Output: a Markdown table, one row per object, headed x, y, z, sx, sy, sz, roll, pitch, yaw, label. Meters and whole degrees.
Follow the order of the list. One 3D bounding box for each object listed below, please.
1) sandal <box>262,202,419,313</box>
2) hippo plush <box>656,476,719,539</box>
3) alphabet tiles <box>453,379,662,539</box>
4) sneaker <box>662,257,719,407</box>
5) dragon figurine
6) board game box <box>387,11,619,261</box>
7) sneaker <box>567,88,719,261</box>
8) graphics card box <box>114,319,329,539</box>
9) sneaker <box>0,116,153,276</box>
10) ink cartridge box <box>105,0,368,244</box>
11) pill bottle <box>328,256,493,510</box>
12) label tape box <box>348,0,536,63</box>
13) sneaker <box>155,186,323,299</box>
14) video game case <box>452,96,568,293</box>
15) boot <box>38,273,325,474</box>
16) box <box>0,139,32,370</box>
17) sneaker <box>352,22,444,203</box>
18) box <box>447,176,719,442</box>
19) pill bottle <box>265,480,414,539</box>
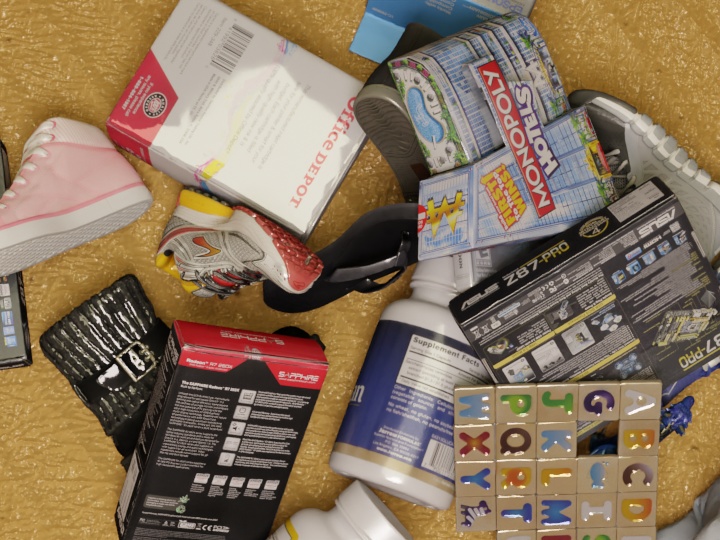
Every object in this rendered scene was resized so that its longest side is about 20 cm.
| x | y | z | sx | sy | sz | roll | pitch | yaw | label |
| --- | --- | --- | --- | --- | --- | --- | --- | --- | --- |
| 0.000 | 0.000 | 1.272 | 0.076 | 0.200 | 0.043 | 20 | 53 | -38 | sandal |
| 0.339 | 0.231 | 1.254 | 0.159 | 0.161 | 0.200 | 40 | 80 | 4 | hippo plush |
| 0.160 | 0.182 | 1.242 | 0.166 | 0.008 | 0.201 | -2 | 112 | 1 | alphabet tiles |
| 0.339 | 0.052 | 1.327 | 0.115 | 0.081 | 0.200 | 40 | 78 | 6 | sneaker |
| 0.208 | 0.180 | 1.286 | 0.059 | 0.099 | 0.200 | 36 | 80 | 3 | dragon figurine |
| 0.108 | -0.094 | 1.216 | 0.200 | 0.062 | 0.201 | -30 | 101 | -44 | board game box |
| 0.240 | -0.062 | 1.331 | 0.200 | 0.075 | 0.116 | 37 | 82 | -9 | sneaker |
| -0.115 | 0.141 | 1.227 | 0.125 | 0.051 | 0.201 | 8 | 115 | -22 | graphics card box |
| -0.278 | -0.065 | 1.279 | 0.200 | 0.075 | 0.105 | -25 | 81 | -41 | sneaker |
| -0.100 | -0.131 | 1.326 | 0.200 | 0.086 | 0.148 | 31 | 78 | 0 | ink cartridge box |
| 0.056 | 0.092 | 1.285 | 0.111 | 0.111 | 0.201 | 20 | 79 | 0 | pill bottle |
| 0.094 | -0.269 | 1.375 | 0.144 | 0.063 | 0.201 | 23 | 79 | 1 | label tape box |
| -0.103 | -0.007 | 1.267 | 0.078 | 0.200 | 0.082 | 33 | 81 | -35 | sneaker |
| 0.148 | -0.068 | 1.305 | 0.199 | 0.023 | 0.183 | 3 | 77 | -42 | video game case |
| -0.152 | 0.064 | 1.291 | 0.211 | 0.079 | 0.158 | -31 | 83 | -8 | boot |
| -0.376 | -0.006 | 1.306 | 0.159 | 0.044 | 0.201 | -7 | 81 | -6 | box |
| 0.077 | -0.113 | 1.314 | 0.200 | 0.075 | 0.106 | 57 | 49 | -35 | sneaker |
| 0.194 | 0.042 | 1.229 | 0.200 | 0.049 | 0.161 | -32 | 117 | 3 | box |
| -0.048 | 0.269 | 1.233 | 0.200 | 0.112 | 0.113 | -42 | 85 | 0 | pill bottle |
